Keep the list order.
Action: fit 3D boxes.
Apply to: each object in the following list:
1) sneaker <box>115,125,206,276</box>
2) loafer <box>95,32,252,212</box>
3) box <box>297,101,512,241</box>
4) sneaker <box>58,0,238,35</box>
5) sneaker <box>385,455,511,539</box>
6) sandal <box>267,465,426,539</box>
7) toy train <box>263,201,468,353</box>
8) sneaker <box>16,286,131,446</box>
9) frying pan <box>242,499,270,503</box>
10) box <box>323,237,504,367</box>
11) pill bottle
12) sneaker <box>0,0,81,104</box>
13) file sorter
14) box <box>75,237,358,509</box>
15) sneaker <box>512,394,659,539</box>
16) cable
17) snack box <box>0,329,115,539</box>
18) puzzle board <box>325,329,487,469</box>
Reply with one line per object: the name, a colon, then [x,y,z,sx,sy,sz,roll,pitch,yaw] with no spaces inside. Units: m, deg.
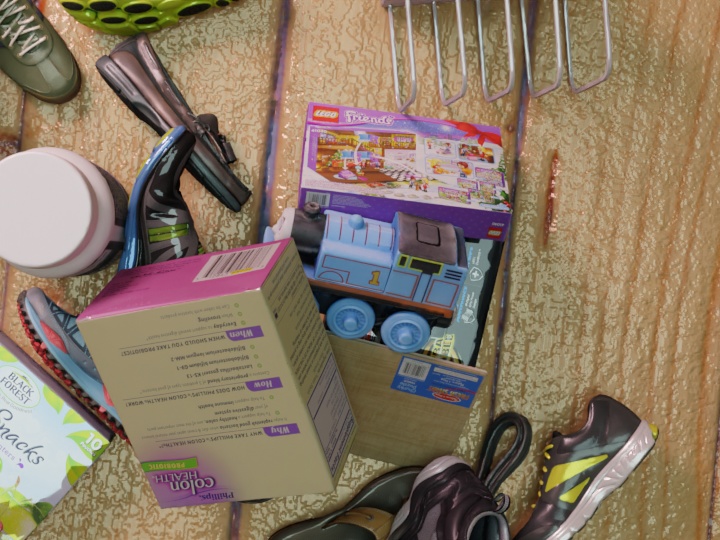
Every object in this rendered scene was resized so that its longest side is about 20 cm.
sneaker: [-0.178,-0.036,0.992,0.082,0.071,0.202,10,101,-6]
loafer: [-0.170,-0.147,1.035,0.063,0.072,0.200,-44,92,-9]
box: [0.041,-0.096,1.024,0.198,0.138,0.039,7,133,-5]
sneaker: [-0.196,-0.287,1.037,0.198,0.074,0.084,-16,74,-7]
sneaker: [0.072,0.281,0.999,0.075,0.114,0.202,27,86,-31]
sandal: [-0.005,0.261,1.055,0.198,0.055,0.083,-20,94,-5]
toy train: [0.000,0.000,0.968,0.198,0.087,0.115,13,123,-7]
sneaker: [-0.246,0.082,1.036,0.200,0.079,0.096,47,68,-7]
frying pan: [-0.115,0.139,1.032,0.114,0.031,0.192,8,105,17]
box: [0.049,0.026,1.064,0.157,0.046,0.202,14,90,-5]
pill bottle: [-0.272,-0.050,0.958,0.112,0.200,0.115,0,90,-5]
sneaker: [-0.345,-0.247,1.006,0.067,0.090,0.201,-37,93,-5]
file sorter: [0.130,-0.228,1.025,0.198,0.139,0.126,-6,92,-5]
box: [-0.118,0.093,0.929,0.174,0.097,0.202,-10,113,19]
sneaker: [0.209,0.211,1.076,0.085,0.074,0.200,43,88,16]
cable: [0.124,0.244,1.075,0.050,0.096,0.202,33,65,-40]
snack box: [-0.357,0.148,1.026,0.200,0.053,0.142,42,85,-4]
puzzle board: [0.007,0.125,1.035,0.198,0.017,0.152,14,128,-5]
